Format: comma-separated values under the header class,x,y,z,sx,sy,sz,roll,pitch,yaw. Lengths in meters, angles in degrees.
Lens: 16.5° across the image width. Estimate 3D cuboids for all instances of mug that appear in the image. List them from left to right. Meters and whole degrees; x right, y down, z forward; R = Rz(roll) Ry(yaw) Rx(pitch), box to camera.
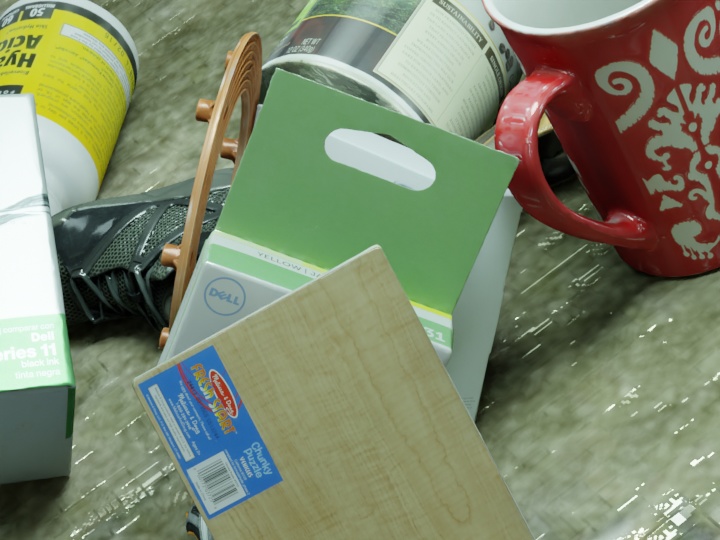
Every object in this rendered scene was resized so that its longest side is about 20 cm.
class,x,y,z,sx,sy,sz,roll,pitch,yaw
mug,0.147,-0.093,1.426,0.177,0.201,0.133,-33,38,-7

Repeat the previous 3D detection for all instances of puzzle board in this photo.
class,x,y,z,sx,sy,sz,roll,pitch,yaw
puzzle board,-0.009,0.110,1.312,0.150,0.201,0.017,-28,5,0

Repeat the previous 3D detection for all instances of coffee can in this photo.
class,x,y,z,sx,sy,sz,roll,pitch,yaw
coffee can,0.035,-0.145,1.601,0.146,0.147,0.201,6,49,36

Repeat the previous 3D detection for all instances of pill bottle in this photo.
class,x,y,z,sx,sy,sz,roll,pitch,yaw
pill bottle,-0.227,-0.092,1.731,0.110,0.112,0.201,-11,41,21

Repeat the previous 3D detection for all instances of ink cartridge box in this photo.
class,x,y,z,sx,sy,sz,roll,pitch,yaw
ink cartridge box,-0.226,0.012,1.512,0.082,0.147,0.201,-6,65,-11
ink cartridge box,-0.015,0.010,1.332,0.145,0.201,0.048,20,27,-7

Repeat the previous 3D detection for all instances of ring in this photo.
class,x,y,z,sx,sy,sz,roll,pitch,yaw
ring,-0.089,-0.041,1.442,0.019,0.201,0.201,12,46,3

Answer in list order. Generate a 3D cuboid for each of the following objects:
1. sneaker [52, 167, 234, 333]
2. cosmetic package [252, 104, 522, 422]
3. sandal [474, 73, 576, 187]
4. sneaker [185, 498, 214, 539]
class,x,y,z,sx,sy,sz,roll,pitch,yaw
sneaker,-0.147,0.006,1.596,0.198,0.077,0.115,-16,32,7
cosmetic package,0.000,0.000,1.459,0.199,0.051,0.152,25,106,47
sandal,0.118,-0.083,1.541,0.054,0.081,0.200,24,61,28
sneaker,-0.066,0.124,1.415,0.077,0.078,0.200,-39,26,19
